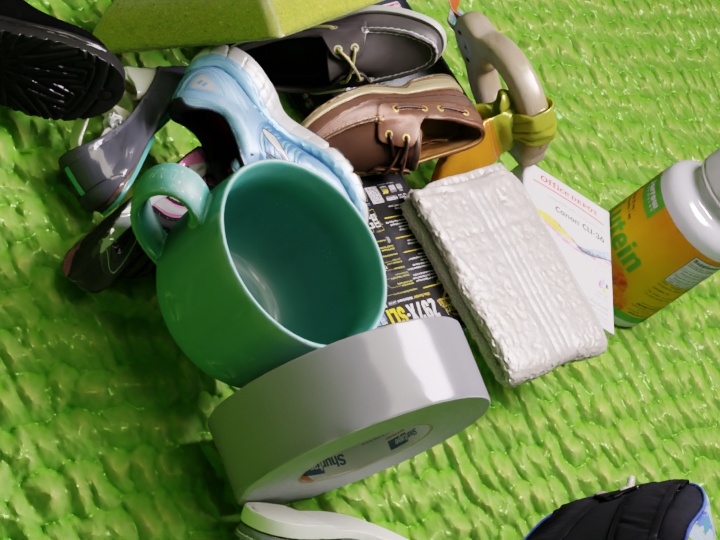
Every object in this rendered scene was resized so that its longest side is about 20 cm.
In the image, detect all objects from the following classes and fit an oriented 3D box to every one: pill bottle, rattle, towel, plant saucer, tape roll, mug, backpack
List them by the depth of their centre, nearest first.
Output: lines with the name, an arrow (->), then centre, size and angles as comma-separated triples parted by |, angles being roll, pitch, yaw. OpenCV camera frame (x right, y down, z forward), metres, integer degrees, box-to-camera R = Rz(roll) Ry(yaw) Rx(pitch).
tape roll -> -0.008, 0.105, 1.403 | 0.200, 0.200, 0.066 | -5, 67, -50
mug -> -0.082, -0.002, 1.409 | 0.152, 0.114, 0.185 | -31, 87, -48
backpack -> 0.201, 0.263, 1.526 | 0.200, 0.183, 0.147 | -44, 118, -58
plant saucer -> -0.101, -0.227, 1.595 | 0.200, 0.199, 0.048 | -30, 114, -55
towel -> 0.125, 0.003, 1.692 | 0.132, 0.034, 0.200 | -17, 74, -40
rattle -> 0.086, -0.175, 1.812 | 0.200, 0.143, 0.130 | 58, 1, 15
pill bottle -> 0.309, -0.039, 1.883 | 0.111, 0.200, 0.111 | 29, 41, -29

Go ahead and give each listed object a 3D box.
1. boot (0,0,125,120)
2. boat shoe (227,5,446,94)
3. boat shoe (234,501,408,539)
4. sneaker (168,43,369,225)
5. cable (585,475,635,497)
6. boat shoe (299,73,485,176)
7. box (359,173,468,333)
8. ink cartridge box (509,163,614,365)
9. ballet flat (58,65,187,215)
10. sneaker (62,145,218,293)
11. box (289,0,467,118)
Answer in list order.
boot -> -0.274, -0.212, 1.465 | 0.211, 0.079, 0.158 | 19, 46, -20
boat shoe -> -0.027, -0.185, 1.670 | 0.061, 0.201, 0.072 | -78, 163, -52
boat shoe -> -0.021, 0.217, 1.432 | 0.200, 0.073, 0.062 | 18, 90, -47
sneaker -> -0.079, -0.079, 1.522 | 0.200, 0.078, 0.090 | 46, 48, -9
cable -> 0.230, 0.258, 1.664 | 0.097, 0.050, 0.200 | 39, 36, -11
boat shoe -> 0.026, -0.118, 1.665 | 0.200, 0.072, 0.068 | -18, 51, -36
box -> 0.000, 0.000, 1.637 | 0.200, 0.049, 0.160 | -14, 73, -53
ink cartridge box -> 0.177, -0.024, 1.837 | 0.116, 0.067, 0.200 | 30, 41, -26
ballet flat -> -0.185, -0.122, 1.522 | 0.073, 0.073, 0.200 | 43, 38, -13
sneaker -> -0.145, -0.026, 1.472 | 0.086, 0.080, 0.200 | 51, 36, -4
box -> 0.015, -0.172, 1.804 | 0.200, 0.046, 0.159 | -24, 80, -54
